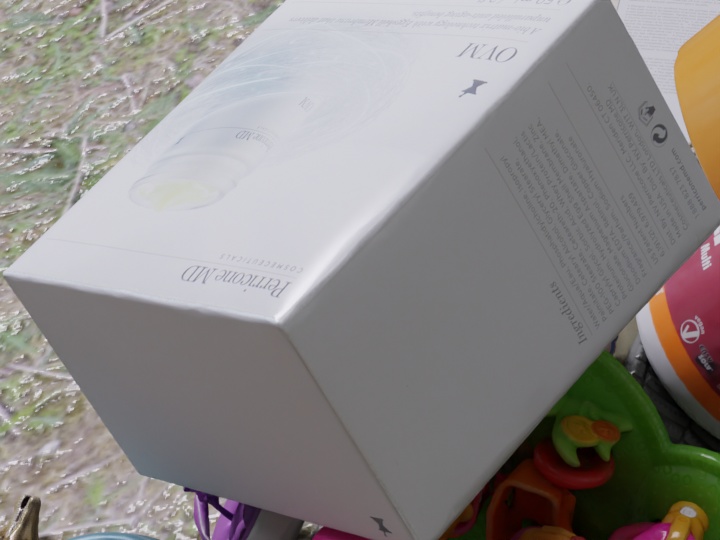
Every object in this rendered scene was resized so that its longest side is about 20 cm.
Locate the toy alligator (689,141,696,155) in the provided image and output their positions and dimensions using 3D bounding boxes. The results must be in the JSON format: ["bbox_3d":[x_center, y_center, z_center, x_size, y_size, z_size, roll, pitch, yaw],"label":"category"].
[{"bbox_3d":[0.099,-0.003,1.354,0.199,0.054,0.059,-25,11,7],"label":"toy alligator"}]

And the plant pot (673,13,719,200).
[{"bbox_3d":[0.257,-0.090,1.293,0.183,0.200,0.201,-25,30,23],"label":"plant pot"}]

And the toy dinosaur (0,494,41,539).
[{"bbox_3d":[-0.181,0.179,1.277,0.101,0.058,0.200,-14,23,38],"label":"toy dinosaur"}]

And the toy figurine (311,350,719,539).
[{"bbox_3d":[0.052,0.131,1.103,0.199,0.151,0.184,23,37,15],"label":"toy figurine"}]

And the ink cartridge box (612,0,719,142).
[{"bbox_3d":[0.157,-0.100,1.452,0.108,0.051,0.200,5,39,12],"label":"ink cartridge box"}]

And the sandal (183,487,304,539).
[{"bbox_3d":[-0.051,0.094,1.213,0.083,0.050,0.203,-64,5,-12],"label":"sandal"}]

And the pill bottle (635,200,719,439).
[{"bbox_3d":[0.222,-0.010,1.180,0.200,0.109,0.110,-38,19,39],"label":"pill bottle"}]

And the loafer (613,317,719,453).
[{"bbox_3d":[0.137,0.049,1.269,0.070,0.075,0.200,-37,21,39],"label":"loafer"}]

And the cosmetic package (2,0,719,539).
[{"bbox_3d":[-0.001,-0.010,1.101,0.200,0.123,0.199,-47,31,-24],"label":"cosmetic package"}]

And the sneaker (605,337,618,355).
[{"bbox_3d":[0.063,0.048,1.240,0.200,0.071,0.073,149,139,-73],"label":"sneaker"}]

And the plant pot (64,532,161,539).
[{"bbox_3d":[-0.097,0.189,1.127,0.199,0.135,0.201,-14,34,10],"label":"plant pot"}]
